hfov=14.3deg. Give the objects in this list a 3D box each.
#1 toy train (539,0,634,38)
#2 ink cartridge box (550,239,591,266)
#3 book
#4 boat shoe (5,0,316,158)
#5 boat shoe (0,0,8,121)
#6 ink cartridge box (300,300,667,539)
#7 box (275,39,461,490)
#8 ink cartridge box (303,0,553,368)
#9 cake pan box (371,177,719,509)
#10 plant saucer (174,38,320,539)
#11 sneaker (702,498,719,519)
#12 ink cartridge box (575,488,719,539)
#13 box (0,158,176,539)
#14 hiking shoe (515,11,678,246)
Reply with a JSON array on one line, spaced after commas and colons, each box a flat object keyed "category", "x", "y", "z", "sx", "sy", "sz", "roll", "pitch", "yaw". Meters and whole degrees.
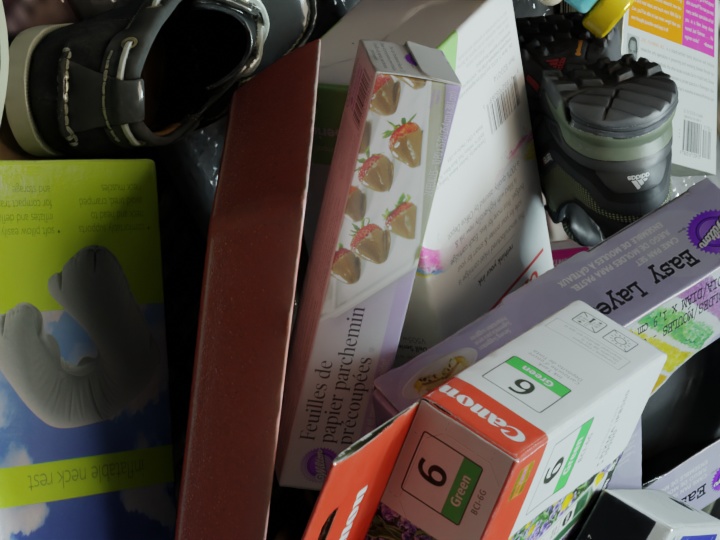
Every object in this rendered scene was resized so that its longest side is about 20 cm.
[{"category": "toy train", "x": 0.059, "y": -0.181, "z": 1.320, "sx": 0.056, "sy": 0.150, "sz": 0.200, "roll": -50, "pitch": 143, "yaw": 15}, {"category": "ink cartridge box", "x": 0.193, "y": 0.024, "z": 1.524, "sx": 0.200, "sy": 0.119, "sz": 0.042, "roll": 25, "pitch": 64, "yaw": -53}, {"category": "book", "x": 0.157, "y": -0.157, "z": 1.555, "sx": 0.134, "sy": 0.048, "sz": 0.200, "roll": 10, "pitch": 80, "yaw": -58}, {"category": "boat shoe", "x": -0.066, "y": -0.090, "z": 1.200, "sx": 0.200, "sy": 0.068, "sz": 0.072, "roll": -31, "pitch": 112, "yaw": -57}, {"category": "boat shoe", "x": -0.172, "y": -0.051, "z": 1.032, "sx": 0.063, "sy": 0.074, "sz": 0.202, "roll": -3, "pitch": 94, "yaw": -64}, {"category": "ink cartridge box", "x": 0.041, "y": 0.094, "z": 1.126, "sx": 0.200, "sy": 0.050, "sz": 0.109, "roll": -29, "pitch": 146, "yaw": -55}, {"category": "box", "x": 0.000, "y": 0.000, "z": 1.229, "sx": 0.041, "sy": 0.039, "sz": 0.200, "roll": -111, "pitch": -149, "yaw": -63}, {"category": "ink cartridge box", "x": 0.030, "y": -0.021, "z": 1.320, "sx": 0.117, "sy": 0.067, "sz": 0.200, "roll": -46, "pitch": 134, "yaw": -47}, {"category": "cake pan box", "x": 0.101, "y": 0.071, "z": 1.304, "sx": 0.200, "sy": 0.052, "sz": 0.184, "roll": -30, "pitch": 146, "yaw": -20}, {"category": "plant saucer", "x": -0.046, "y": 0.028, "z": 1.140, "sx": 0.200, "sy": 0.037, "sz": 0.200, "roll": -86, "pitch": -177, "yaw": -68}, {"category": "sneaker", "x": 0.227, "y": 0.161, "z": 1.532, "sx": 0.075, "sy": 0.106, "sz": 0.200, "roll": -20, "pitch": 128, "yaw": -54}, {"category": "ink cartridge box", "x": 0.116, "y": 0.147, "z": 1.274, "sx": 0.100, "sy": 0.039, "sz": 0.200, "roll": -62, "pitch": 164, "yaw": 2}, {"category": "box", "x": -0.126, "y": 0.057, "z": 1.116, "sx": 0.122, "sy": 0.048, "sz": 0.200, "roll": -4, "pitch": 90, "yaw": -57}, {"category": "hiking shoe", "x": 0.100, "y": -0.064, "z": 1.382, "sx": 0.200, "sy": 0.076, "sz": 0.101, "roll": -117, "pitch": -158, "yaw": -69}]
